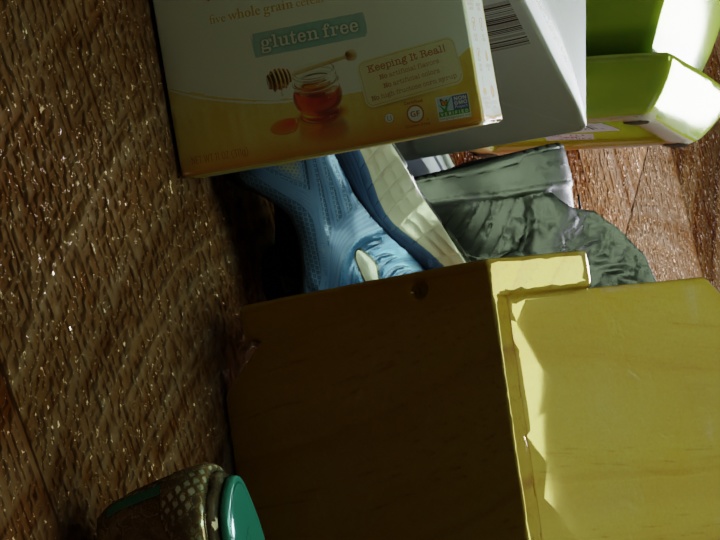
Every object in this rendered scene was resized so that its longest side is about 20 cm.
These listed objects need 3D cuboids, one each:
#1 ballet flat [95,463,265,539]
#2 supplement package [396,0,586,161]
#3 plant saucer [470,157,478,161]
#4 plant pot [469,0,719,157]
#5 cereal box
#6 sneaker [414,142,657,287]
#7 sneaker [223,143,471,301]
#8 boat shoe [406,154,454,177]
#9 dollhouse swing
[{"bbox_3d":[-0.055,0.159,1.138,0.071,0.065,0.200,-74,152,-56],"label":"ballet flat"},{"bbox_3d":[0.021,-0.191,1.436,0.191,0.147,0.201,57,29,-53],"label":"supplement package"},{"bbox_3d":[0.119,0.020,1.707,0.200,0.032,0.200,51,5,-6],"label":"plant saucer"},{"bbox_3d":[0.109,-0.164,1.644,0.199,0.199,0.182,12,77,-72],"label":"plant pot"},{"bbox_3d":[-0.025,-0.150,1.271,0.040,0.143,0.201,-14,93,-72],"label":"cereal box"},{"bbox_3d":[0.062,-0.003,1.465,0.199,0.060,0.105,-15,93,-36],"label":"sneaker"},{"bbox_3d":[0.000,0.000,1.366,0.200,0.089,0.079,55,-3,-23],"label":"sneaker"},{"bbox_3d":[0.048,0.008,1.542,0.065,0.073,0.201,-55,134,-61],"label":"boat shoe"},{"bbox_3d":[0.068,0.100,1.314,0.176,0.181,0.201,-3,83,-61],"label":"dollhouse swing"}]
